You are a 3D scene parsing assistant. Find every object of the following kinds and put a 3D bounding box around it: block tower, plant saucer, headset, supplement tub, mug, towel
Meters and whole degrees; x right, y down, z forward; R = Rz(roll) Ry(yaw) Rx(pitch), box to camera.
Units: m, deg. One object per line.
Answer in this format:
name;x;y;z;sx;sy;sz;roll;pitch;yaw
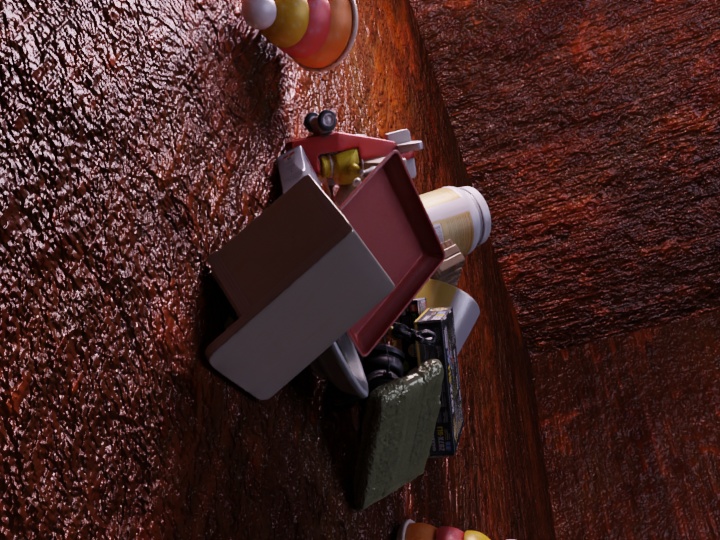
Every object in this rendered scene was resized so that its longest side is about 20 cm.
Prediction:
block tower;0.155;0.011;1.487;0.055;0.057;0.201;61;-13;21
plant saucer;-0.052;0.079;0.997;0.203;0.049;0.200;64;3;-7
headset;0.046;0.159;1.124;0.125;0.092;0.203;-87;-172;-53
supplement tub;0.149;-0.084;1.548;0.144;0.197;0.148;39;-41;46
mug;0.114;0.113;1.449;0.150;0.183;0.156;99;14;-68
plant saucer;0.015;-0.023;1.033;0.201;0.036;0.201;-49;131;-23
towel;0.050;0.226;1.060;0.147;0.036;0.204;-20;127;-42

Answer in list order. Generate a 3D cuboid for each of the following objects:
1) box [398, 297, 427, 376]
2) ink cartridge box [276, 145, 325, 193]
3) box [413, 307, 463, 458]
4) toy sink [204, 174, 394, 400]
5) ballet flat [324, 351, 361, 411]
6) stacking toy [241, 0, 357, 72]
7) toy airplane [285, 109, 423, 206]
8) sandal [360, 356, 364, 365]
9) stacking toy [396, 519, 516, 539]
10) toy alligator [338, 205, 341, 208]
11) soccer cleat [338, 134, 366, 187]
box;0.094;0.149;1.264;0.110;0.034;0.205;-3;87;-78
ink cartridge box;-0.056;-0.059;1.081;0.201;0.049;0.164;-111;175;-52
box;0.125;0.167;1.204;0.159;0.048;0.205;-21;105;-75
toy sink;-0.084;0.020;0.844;0.112;0.199;0.131;49;0;37
ballet flat;-0.012;0.127;1.126;0.202;0.056;0.067;-83;154;-52
stacking toy;-0.109;-0.385;1.165;0.198;0.144;0.150;-10;84;-56
toy airplane;0.001;-0.161;1.201;0.199;0.195;0.145;-2;101;-70
sandal;0.043;0.201;1.240;0.079;0.058;0.212;32;46;-66
stacking toy;0.160;0.441;1.174;0.146;0.196;0.150;-16;90;-74
toy alligator;0.000;0.000;1.095;0.054;0.059;0.202;-42;129;-22
soccer cleat;0.002;-0.137;1.336;0.069;0.085;0.204;-17;89;-47
